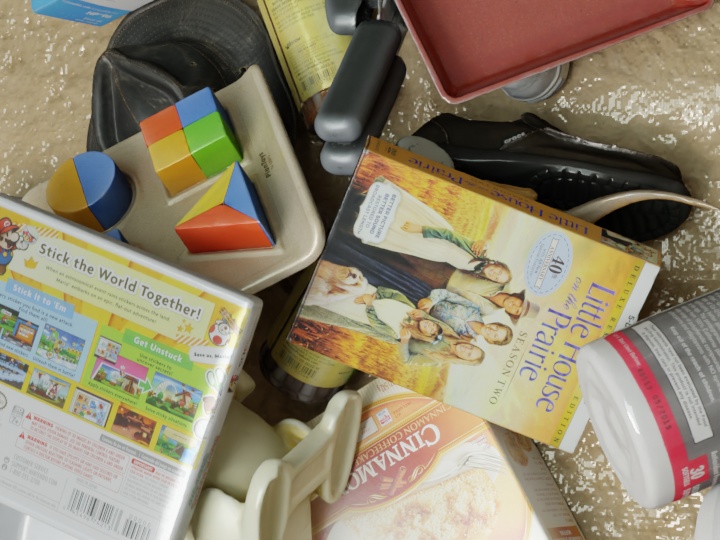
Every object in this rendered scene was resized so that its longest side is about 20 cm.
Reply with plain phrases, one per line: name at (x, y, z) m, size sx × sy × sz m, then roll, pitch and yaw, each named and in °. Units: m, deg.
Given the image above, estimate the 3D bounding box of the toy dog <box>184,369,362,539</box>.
toy dog at (-0.118, 0.129, 1.644) m, size 0.200 × 0.140 × 0.194 m, roll 21°, pitch 131°, yaw 20°

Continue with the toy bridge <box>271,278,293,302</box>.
toy bridge at (-0.020, 0.003, 1.733) m, size 0.200 × 0.027 × 0.067 m, roll 35°, pitch 104°, yaw 23°

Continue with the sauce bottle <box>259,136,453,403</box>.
sauce bottle at (0.000, 0.000, 1.643) m, size 0.065 × 0.065 × 0.200 m, roll 46°, pitch 127°, yaw 20°

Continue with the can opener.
can opener at (0.000, -0.137, 1.647) m, size 0.066 × 0.200 × 0.053 m, roll -1°, pitch 130°, yaw 14°

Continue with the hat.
hat at (-0.143, -0.108, 1.749) m, size 0.201 × 0.081 × 0.201 m, roll -6°, pitch 79°, yaw 36°

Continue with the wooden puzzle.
wooden puzzle at (-0.133, -0.036, 1.623) m, size 0.200 × 0.046 × 0.185 m, roll -30°, pitch 45°, yaw 8°

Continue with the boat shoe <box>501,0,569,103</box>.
boat shoe at (0.067, -0.200, 1.681) m, size 0.072 × 0.069 × 0.200 m, roll -30°, pitch 75°, yaw 21°

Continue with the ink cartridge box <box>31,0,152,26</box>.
ink cartridge box at (-0.147, -0.259, 1.749) m, size 0.200 × 0.068 × 0.116 m, roll -19°, pitch 71°, yaw 42°

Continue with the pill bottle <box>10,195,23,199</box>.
pill bottle at (-0.197, 0.011, 1.744) m, size 0.200 × 0.113 × 0.113 m, roll 8°, pitch 90°, yaw 41°

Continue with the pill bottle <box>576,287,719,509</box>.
pill bottle at (0.243, 0.060, 1.530) m, size 0.200 × 0.111 × 0.111 m, roll -22°, pitch 76°, yaw -7°

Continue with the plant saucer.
plant saucer at (0.101, -0.220, 1.640) m, size 0.200 × 0.037 × 0.200 m, roll -21°, pitch 75°, yaw -14°

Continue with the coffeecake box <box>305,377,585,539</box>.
coffeecake box at (0.052, 0.169, 1.663) m, size 0.153 × 0.073 × 0.200 m, roll -33°, pitch 74°, yaw 19°

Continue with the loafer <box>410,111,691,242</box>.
loafer at (0.122, -0.073, 1.644) m, size 0.200 × 0.073 × 0.071 m, roll 11°, pitch 54°, yaw 13°

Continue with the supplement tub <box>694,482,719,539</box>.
supplement tub at (0.313, 0.181, 1.503) m, size 0.200 × 0.140 × 0.140 m, roll -11°, pitch 82°, yaw 24°

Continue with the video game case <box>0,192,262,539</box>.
video game case at (-0.176, 0.069, 1.561) m, size 0.200 × 0.023 × 0.182 m, roll 22°, pitch 98°, yaw 21°

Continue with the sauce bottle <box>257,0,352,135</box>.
sauce bottle at (-0.040, -0.194, 1.734) m, size 0.066 × 0.066 × 0.200 m, roll -24°, pitch 78°, yaw 22°

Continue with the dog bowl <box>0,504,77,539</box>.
dog bowl at (-0.181, 0.205, 1.767) m, size 0.200 × 0.079 × 0.200 m, roll -2°, pitch 86°, yaw 25°

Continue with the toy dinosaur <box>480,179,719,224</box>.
toy dinosaur at (0.125, -0.025, 1.612) m, size 0.200 × 0.106 × 0.060 m, roll -42°, pitch 44°, yaw 46°

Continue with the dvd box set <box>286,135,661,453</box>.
dvd box set at (0.070, 0.017, 1.579) m, size 0.200 × 0.029 × 0.146 m, roll 22°, pitch 114°, yaw -2°
